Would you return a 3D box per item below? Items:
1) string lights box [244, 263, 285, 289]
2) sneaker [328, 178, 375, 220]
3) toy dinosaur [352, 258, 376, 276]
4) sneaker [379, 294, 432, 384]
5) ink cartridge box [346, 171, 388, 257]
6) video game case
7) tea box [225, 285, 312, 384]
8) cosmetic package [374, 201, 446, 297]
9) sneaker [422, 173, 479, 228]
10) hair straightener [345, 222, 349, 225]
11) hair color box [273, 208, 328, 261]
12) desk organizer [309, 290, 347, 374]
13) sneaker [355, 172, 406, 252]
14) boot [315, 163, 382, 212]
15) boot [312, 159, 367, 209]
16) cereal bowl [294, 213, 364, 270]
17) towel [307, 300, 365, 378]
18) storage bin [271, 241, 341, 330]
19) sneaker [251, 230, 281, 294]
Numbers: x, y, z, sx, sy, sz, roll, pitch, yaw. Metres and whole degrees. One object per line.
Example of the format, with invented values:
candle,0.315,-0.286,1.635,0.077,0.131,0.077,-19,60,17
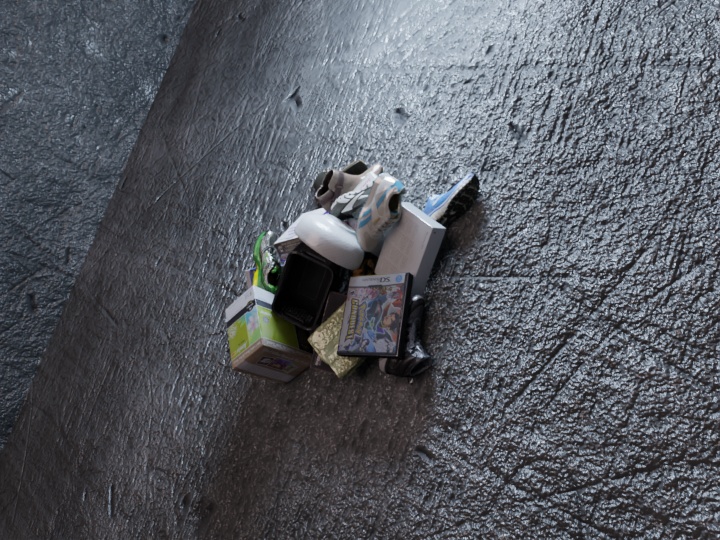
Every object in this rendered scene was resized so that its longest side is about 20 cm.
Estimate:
string lights box,-0.267,0.037,1.683,0.197,0.058,0.105,-7,95,41
sneaker,-0.006,-0.165,1.438,0.198,0.066,0.092,-26,52,28
toy dinosaur,0.000,0.000,1.482,0.105,0.060,0.204,-22,57,35
sneaker,0.129,0.165,1.281,0.113,0.075,0.203,22,86,39
ink cartridge box,0.046,-0.152,1.493,0.146,0.087,0.201,-48,48,14
video game case,0.034,0.107,1.309,0.178,0.025,0.204,-5,66,36
tea box,-0.254,0.184,1.528,0.133,0.199,0.199,-37,49,23
cosmetic package,0.119,-0.046,1.353,0.151,0.051,0.203,45,125,47
sneaker,0.209,-0.172,1.360,0.200,0.078,0.090,-43,50,19
hair straightener,-0.062,-0.039,1.558,0.203,0.040,0.077,-63,25,0
hair color box,-0.156,-0.109,1.594,0.107,0.066,0.201,-12,24,29
desk organizer,-0.073,0.167,1.441,0.070,0.077,0.204,14,76,-1
sneaker,0.049,-0.131,1.343,0.080,0.076,0.203,38,121,35
boot,-0.035,-0.250,1.571,0.070,0.145,0.202,36,95,47
boot,-0.075,-0.291,1.684,0.199,0.077,0.140,-42,43,19
cereal bowl,-0.070,-0.088,1.424,0.200,0.198,0.084,43,105,45
towel,-0.022,0.157,1.374,0.200,0.037,0.148,-43,71,-10
storage bin,-0.145,0.040,1.479,0.133,0.094,0.203,25,116,5
sneaker,-0.260,-0.020,1.592,0.084,0.078,0.205,-10,74,32
